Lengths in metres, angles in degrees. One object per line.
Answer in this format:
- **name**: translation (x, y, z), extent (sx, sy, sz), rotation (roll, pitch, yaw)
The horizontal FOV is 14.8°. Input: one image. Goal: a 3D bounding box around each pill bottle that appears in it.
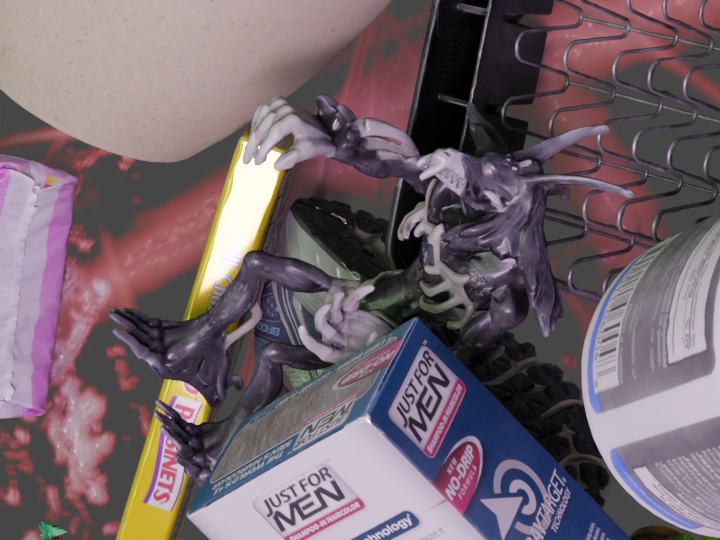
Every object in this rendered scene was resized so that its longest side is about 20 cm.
- **pill bottle**: translation (0.154, 0.026, 0.908), extent (0.200, 0.114, 0.114), rotation (148, 115, -74)

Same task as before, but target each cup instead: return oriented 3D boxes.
- **cup**: translation (-0.083, -0.130, 1.128), extent (0.200, 0.200, 0.143), rotation (42, 114, 31)

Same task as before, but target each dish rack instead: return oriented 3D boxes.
- **dish rack**: translation (0.111, -0.048, 1.064), extent (0.200, 0.055, 0.154), rotation (17, 100, 38)

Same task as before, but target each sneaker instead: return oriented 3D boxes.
- **sneaker**: translation (0.025, 0.058, 1.128), extent (0.200, 0.078, 0.086), rotation (49, 124, 39)

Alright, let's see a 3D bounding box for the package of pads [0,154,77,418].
- **package of pads**: translation (-0.227, -0.006, 1.323), extent (0.200, 0.076, 0.121), rotation (12, 94, 38)

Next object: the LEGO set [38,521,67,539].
- **LEGO set**: translation (-0.179, 0.213, 1.251), extent (0.154, 0.116, 0.200), rotation (0, 89, 39)

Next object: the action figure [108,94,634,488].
- **action figure**: translation (0.000, 0.000, 1.041), extent (0.200, 0.102, 0.119), rotation (-36, 52, 21)

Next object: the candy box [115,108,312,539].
- **candy box**: translation (-0.064, 0.031, 1.180), extent (0.026, 0.102, 0.200), rotation (17, 103, -2)

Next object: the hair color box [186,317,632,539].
- **hair color box**: translation (0.045, 0.120, 0.997), extent (0.200, 0.061, 0.100), rotation (46, 130, -15)

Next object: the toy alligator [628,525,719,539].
- **toy alligator**: translation (0.150, 0.119, 1.033), extent (0.200, 0.059, 0.054), rotation (-24, 115, 36)
